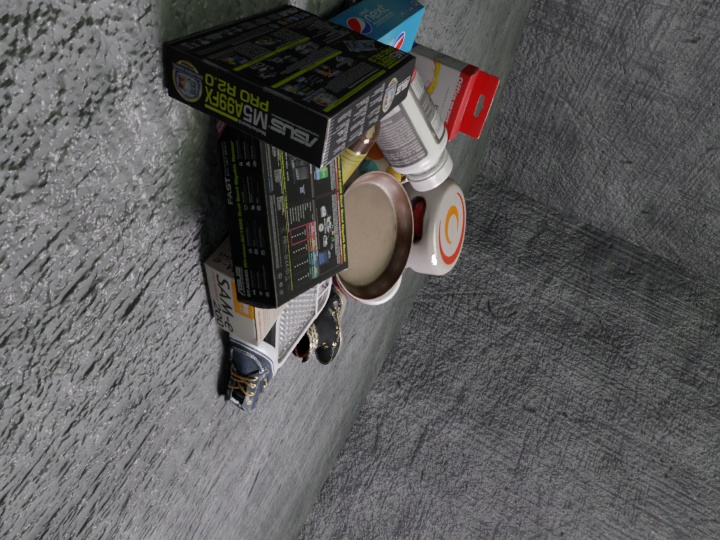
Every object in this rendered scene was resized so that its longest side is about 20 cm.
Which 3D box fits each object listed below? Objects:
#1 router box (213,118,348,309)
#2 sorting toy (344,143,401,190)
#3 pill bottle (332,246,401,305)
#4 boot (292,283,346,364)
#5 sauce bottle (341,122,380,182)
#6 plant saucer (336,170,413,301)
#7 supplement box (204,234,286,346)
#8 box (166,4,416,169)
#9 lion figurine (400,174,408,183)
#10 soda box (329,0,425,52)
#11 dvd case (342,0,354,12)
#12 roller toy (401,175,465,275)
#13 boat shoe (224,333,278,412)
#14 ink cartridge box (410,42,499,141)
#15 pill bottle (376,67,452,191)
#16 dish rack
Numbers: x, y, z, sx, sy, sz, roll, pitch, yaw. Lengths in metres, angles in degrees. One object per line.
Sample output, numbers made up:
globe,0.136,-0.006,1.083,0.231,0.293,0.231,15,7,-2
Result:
router box,-0.079,-0.081,0.584,0.149,0.060,0.209,-28,119,-56
sorting toy,-0.033,-0.121,0.891,0.177,0.106,0.206,-16,132,-49
pill bottle,0.000,0.000,1.014,0.113,0.107,0.199,-63,-165,-5
boot,-0.097,0.148,1.119,0.154,0.071,0.210,-46,153,-50
sauce bottle,-0.016,-0.177,0.719,0.200,0.065,0.065,-47,180,37
plant saucer,0.014,-0.057,0.857,0.196,0.034,0.209,-13,108,-44
supplement box,-0.116,-0.023,0.705,0.128,0.071,0.203,98,18,-50
box,-0.053,-0.180,0.487,0.201,0.156,0.045,-52,164,-48
lion figurine,0.077,-0.210,0.995,0.202,0.121,0.073,-51,141,-12
soda box,0.008,-0.299,0.691,0.201,0.063,0.069,-49,169,-38
dvd case,0.036,-0.426,0.741,0.200,0.016,0.153,-46,156,-59
roller toy,0.121,-0.094,1.058,0.184,0.135,0.205,-53,139,-39
boat shoe,-0.172,0.159,0.806,0.202,0.069,0.093,91,23,-66
ink cartridge box,0.133,-0.314,0.935,0.067,0.195,0.119,-46,158,-52
pill bottle,0.073,-0.229,0.840,0.201,0.108,0.113,52,59,-36
dish rack,-0.111,0.054,0.940,0.202,0.042,0.175,-56,165,-41
